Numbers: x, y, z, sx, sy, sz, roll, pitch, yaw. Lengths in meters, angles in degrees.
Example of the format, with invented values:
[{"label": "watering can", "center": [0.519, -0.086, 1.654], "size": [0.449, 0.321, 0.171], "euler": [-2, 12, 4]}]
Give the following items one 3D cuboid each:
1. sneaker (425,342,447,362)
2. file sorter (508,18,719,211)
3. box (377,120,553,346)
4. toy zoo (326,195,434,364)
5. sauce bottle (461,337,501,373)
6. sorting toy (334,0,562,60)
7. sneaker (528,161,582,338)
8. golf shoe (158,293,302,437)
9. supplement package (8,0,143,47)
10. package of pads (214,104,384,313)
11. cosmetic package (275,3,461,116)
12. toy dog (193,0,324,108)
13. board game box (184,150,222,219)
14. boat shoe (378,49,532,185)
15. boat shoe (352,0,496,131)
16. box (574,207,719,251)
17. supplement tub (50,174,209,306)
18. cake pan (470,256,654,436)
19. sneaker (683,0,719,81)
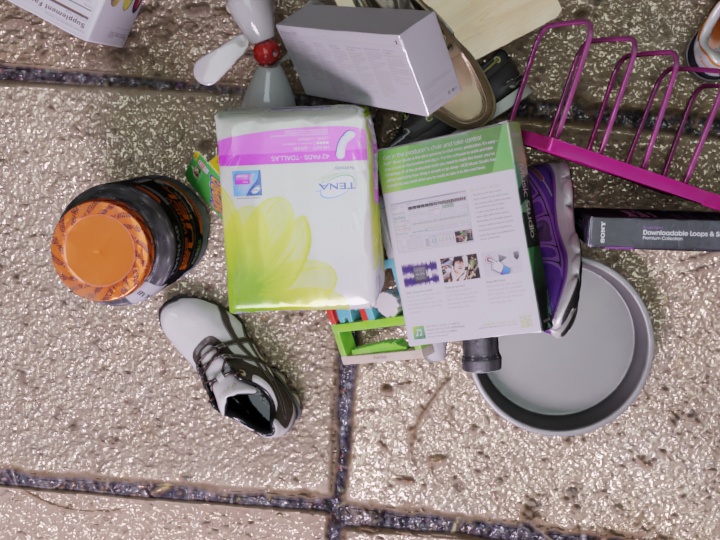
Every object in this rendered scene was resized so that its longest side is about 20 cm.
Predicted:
[{"label": "sneaker", "center": [0.095, 0.002, 1.083], "size": [0.087, 0.075, 0.201], "euler": [4, 100, -1]}, {"label": "file sorter", "center": [0.263, -0.153, 0.983], "size": [0.199, 0.139, 0.126], "euler": [16, 98, -15]}, {"label": "box", "center": [0.099, -0.033, 0.979], "size": [0.144, 0.036, 0.201], "euler": [-8, 94, 30]}, {"label": "toy zoo", "center": [0.000, 0.000, 1.074], "size": [0.131, 0.020, 0.201], "euler": [-11, 98, 48]}, {"label": "sauce bottle", "center": [0.117, 0.003, 1.028], "size": [0.064, 0.065, 0.201], "euler": [-4, 94, 6]}, {"label": "sorting toy", "center": [0.073, -0.304, 1.036], "size": [0.200, 0.070, 0.199], "euler": [-26, 96, 8]}, {"label": "sneaker", "center": [0.182, -0.020, 1.036], "size": [0.083, 0.081, 0.201], "euler": [-4, 56, 7]}, {"label": "golf shoe", "center": [-0.146, 0.104, 1.108], "size": [0.200, 0.094, 0.078], "euler": [42, 101, -1]}, {"label": "supplement package", "center": [-0.268, -0.346, 1.038], "size": [0.109, 0.114, 0.200], "euler": [27, 101, 1]}, {"label": "package of pads", "center": [-0.056, -0.060, 0.992], "size": [0.154, 0.068, 0.201], "euler": [-1, 102, 6]}, {"label": "cosmetic package", "center": [0.004, -0.204, 0.961], "size": [0.051, 0.200, 0.083], "euler": [-40, 124, -21]}, {"label": "toy dog", "center": [-0.111, -0.193, 1.061], "size": [0.096, 0.132, 0.201], "euler": [9, 97, 43]}, {"label": "board game box", "center": [-0.109, -0.046, 1.081], "size": [0.200, 0.096, 0.030], "euler": [46, 69, -4]}, {"label": "boat shoe", "center": [0.080, -0.157, 1.061], "size": [0.201, 0.072, 0.061], "euler": [-31, 92, 2]}, {"label": "boat shoe", "center": [0.058, -0.218, 0.983], "size": [0.072, 0.065, 0.200], "euler": [-37, 94, 9]}, {"label": "box", "center": [0.321, -0.042, 1.018], "size": [0.199, 0.143, 0.036], "euler": [1, 97, 5]}, {"label": "supplement tub", "center": [-0.235, -0.033, 1.040], "size": [0.122, 0.200, 0.123], "euler": [1, 100, 5]}, {"label": "cake pan", "center": [0.215, 0.079, 1.099], "size": [0.199, 0.037, 0.201], "euler": [1, 99, 5]}, {"label": "sneaker", "center": [0.404, -0.278, 1.007], "size": [0.078, 0.079, 0.200], "euler": [31, 99, 1]}]
